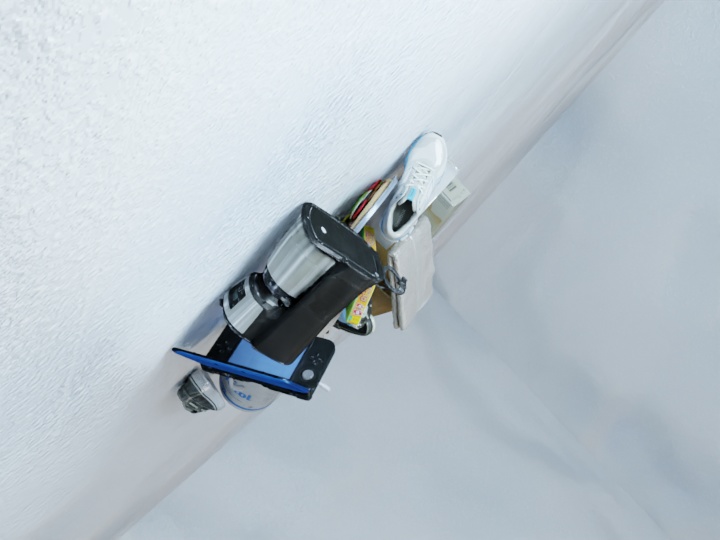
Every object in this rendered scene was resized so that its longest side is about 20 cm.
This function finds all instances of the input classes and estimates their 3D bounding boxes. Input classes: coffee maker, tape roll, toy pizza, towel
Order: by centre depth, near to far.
[{"bbox_3d":[-0.071,0.037,1.074,0.200,0.192,0.135,-45,-172,23],"label":"coffee maker"},{"bbox_3d":[-0.009,-0.088,1.269,0.201,0.032,0.200,-50,-176,5],"label":"toy pizza"},{"bbox_3d":[0.092,-0.135,1.408,0.203,0.071,0.202,-47,180,0],"label":"tape roll"},{"bbox_3d":[0.100,0.009,1.453,0.133,0.034,0.201,-49,143,-39],"label":"towel"}]

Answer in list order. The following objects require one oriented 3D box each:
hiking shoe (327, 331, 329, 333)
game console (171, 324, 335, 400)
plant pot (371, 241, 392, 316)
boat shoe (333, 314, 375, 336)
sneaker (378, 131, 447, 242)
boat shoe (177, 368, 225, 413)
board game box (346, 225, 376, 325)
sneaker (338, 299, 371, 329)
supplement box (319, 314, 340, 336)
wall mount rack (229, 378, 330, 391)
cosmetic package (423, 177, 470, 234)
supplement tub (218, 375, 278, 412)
[{"bbox_3d":[-0.074,0.042,1.404,0.201,0.086,0.075,115,-15,-50],"label":"hiking shoe"},{"bbox_3d":[-0.160,0.121,1.170,0.119,0.198,0.171,86,24,-43],"label":"game console"},{"bbox_3d":[-0.003,0.029,1.597,0.199,0.187,0.186,-33,-179,35],"label":"plant pot"},{"bbox_3d":[-0.060,0.092,1.526,0.067,0.199,0.073,-31,133,-48],"label":"boat shoe"},{"bbox_3d":[0.094,-0.138,1.264,0.087,0.074,0.202,-74,-173,-84],"label":"sneaker"},{"bbox_3d":[-0.314,0.240,1.449,0.071,0.072,0.200,-33,161,-11],"label":"boat shoe"},{"bbox_3d":[0.000,0.000,1.288,0.201,0.030,0.096,-97,-153,-60],"label":"board game box"},{"bbox_3d":[-0.028,0.009,1.441,0.078,0.089,0.202,-17,114,-62],"label":"sneaker"},{"bbox_3d":[-0.090,0.041,1.255,0.073,0.126,0.200,-41,173,-28],"label":"supplement box"},{"bbox_3d":[-0.142,0.150,1.312,0.201,0.172,0.075,-106,-162,-60],"label":"wall mount rack"},{"bbox_3d":[0.151,-0.140,1.703,0.071,0.105,0.200,-36,169,-37],"label":"cosmetic package"},{"bbox_3d":[-0.203,0.192,1.499,0.132,0.132,0.200,-39,171,-35],"label":"supplement tub"}]
